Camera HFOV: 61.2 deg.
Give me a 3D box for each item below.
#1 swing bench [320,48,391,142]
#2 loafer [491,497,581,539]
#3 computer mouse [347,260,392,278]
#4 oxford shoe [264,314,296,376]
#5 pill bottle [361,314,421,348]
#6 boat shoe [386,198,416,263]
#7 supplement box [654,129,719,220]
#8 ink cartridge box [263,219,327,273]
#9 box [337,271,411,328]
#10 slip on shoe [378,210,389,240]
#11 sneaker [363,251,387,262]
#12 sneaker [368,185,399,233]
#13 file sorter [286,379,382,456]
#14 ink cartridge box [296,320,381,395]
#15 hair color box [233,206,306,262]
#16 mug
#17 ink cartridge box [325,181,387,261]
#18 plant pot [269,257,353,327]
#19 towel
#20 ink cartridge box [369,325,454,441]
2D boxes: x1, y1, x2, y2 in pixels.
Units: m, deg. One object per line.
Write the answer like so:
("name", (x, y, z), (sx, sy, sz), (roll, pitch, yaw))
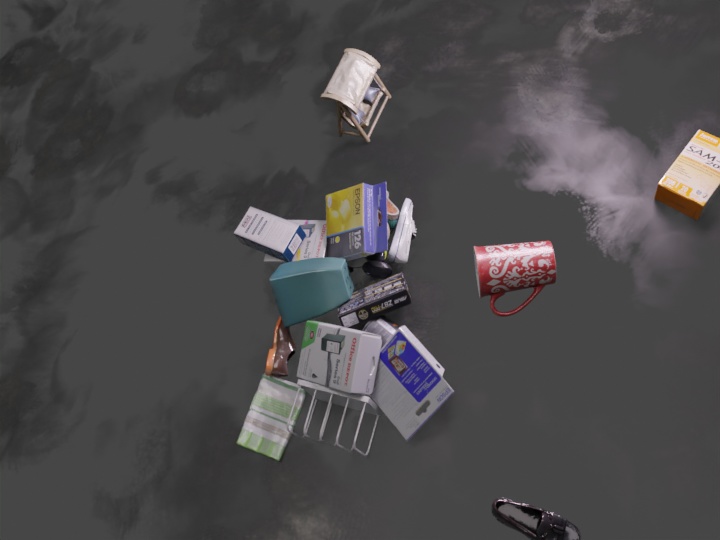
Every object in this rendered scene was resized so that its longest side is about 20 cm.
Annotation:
("swing bench", (-0.011, -0.562, 1.955), (0.127, 0.201, 0.203), (15, 68, 24))
("loafer", (0.379, 0.550, 1.325), (0.195, 0.063, 0.073), (14, 68, 24))
("computer mouse", (0.000, 0.000, 1.733), (0.195, 0.059, 0.035), (2, 61, 30))
("oxford shoe", (-0.212, 0.204, 1.707), (0.071, 0.072, 0.205), (11, 62, -1))
("pill bottle", (0.097, 0.211, 1.570), (0.199, 0.107, 0.107), (38, 78, 29))
("boat shoe", (0.130, -0.109, 1.760), (0.065, 0.074, 0.205), (18, 71, -1))
("supplement box", (0.875, -0.249, 1.576), (0.125, 0.074, 0.201), (35, 77, 29))
("ink cartridge box", (-0.173, -0.069, 1.816), (0.194, 0.088, 0.149), (4, 64, 19))
("box", (0.035, 0.080, 1.638), (0.196, 0.050, 0.162), (-23, 16, 5))
("slip on shoe", (0.025, -0.144, 1.749), (0.076, 0.061, 0.201), (-42, 58, 1))
("sneaker", (0.001, -0.082, 1.760), (0.200, 0.080, 0.075), (46, 110, 35))
("sneaker", (0.056, -0.182, 1.810), (0.069, 0.082, 0.202), (1, 34, -19))
("file sorter", (-0.065, 0.372, 1.521), (0.195, 0.139, 0.127), (9, 68, 22))
("ink cartridge box", (-0.055, 0.214, 1.512), (0.197, 0.083, 0.150), (6, 84, 42))
("hair color box", (-0.265, -0.106, 1.782), (0.196, 0.061, 0.101), (21, 71, 29))
("mug", (0.402, 0.011, 1.587), (0.194, 0.182, 0.134), (-8, 24, 9))
("ink cartridge box", (-0.014, -0.136, 1.704), (0.197, 0.046, 0.204), (-14, 70, 39))
("plant pot", (-0.125, 0.045, 1.675), (0.195, 0.145, 0.142), (-14, 16, 12))
("towel", (-0.238, 0.388, 1.631), (0.146, 0.031, 0.204), (12, 68, 24))
("ink cartridge box", (0.110, 0.274, 1.479), (0.201, 0.043, 0.199), (48, 119, 17))
